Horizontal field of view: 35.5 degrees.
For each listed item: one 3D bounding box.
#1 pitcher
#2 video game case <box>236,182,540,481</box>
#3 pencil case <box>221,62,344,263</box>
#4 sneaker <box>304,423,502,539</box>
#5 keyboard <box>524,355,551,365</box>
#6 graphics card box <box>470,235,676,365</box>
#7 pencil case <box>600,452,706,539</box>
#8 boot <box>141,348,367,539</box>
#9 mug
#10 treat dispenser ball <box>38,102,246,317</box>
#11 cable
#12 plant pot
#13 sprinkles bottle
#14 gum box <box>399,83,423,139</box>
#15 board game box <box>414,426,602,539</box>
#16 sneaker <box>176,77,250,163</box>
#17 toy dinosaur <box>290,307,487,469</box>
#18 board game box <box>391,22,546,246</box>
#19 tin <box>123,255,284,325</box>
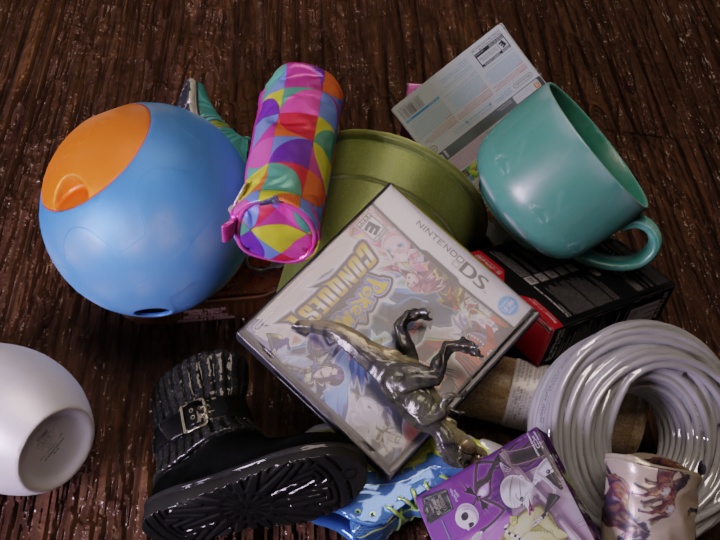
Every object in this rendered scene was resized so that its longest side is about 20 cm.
[{"bbox_3d":[-0.343,0.134,0.981,0.200,0.121,0.172,24,68,32],"label":"pitcher"},{"bbox_3d":[0.026,0.048,0.980,0.181,0.026,0.200,42,72,9],"label":"video game case"},{"bbox_3d":[-0.066,-0.100,1.022,0.088,0.088,0.200,7,48,3],"label":"pencil case"},{"bbox_3d":[0.038,0.196,0.976,0.200,0.076,0.105,4,57,9],"label":"sneaker"},{"bbox_3d":[0.209,0.055,1.154,0.127,0.021,0.200,-3,44,-16],"label":"keyboard"},{"bbox_3d":[0.203,0.016,1.117,0.200,0.051,0.125,-17,46,-39],"label":"graphics card box"},{"bbox_3d":[0.222,0.243,0.867,0.078,0.089,0.200,-3,77,44],"label":"pencil case"},{"bbox_3d":[-0.095,0.137,0.970,0.211,0.079,0.158,-15,44,15],"label":"boot"},{"bbox_3d":[0.192,-0.074,1.081,0.152,0.114,0.185,10,45,-61],"label":"mug"},{"bbox_3d":[-0.198,-0.057,1.057,0.200,0.201,0.201,2,45,-2],"label":"treat dispenser ball"},{"bbox_3d":[0.239,0.141,0.965,0.200,0.069,0.200,-35,98,-19],"label":"cable"},{"bbox_3d":[0.000,0.000,1.096,0.200,0.200,0.190,18,60,13],"label":"plant pot"},{"bbox_3d":[0.164,0.119,1.052,0.200,0.068,0.068,13,46,8],"label":"sprinkles bottle"},{"bbox_3d":[0.142,-0.136,1.261,0.200,0.114,0.066,10,4,4],"label":"gum box"},{"bbox_3d":[0.130,0.233,0.854,0.120,0.032,0.200,-36,55,16],"label":"board game box"},{"bbox_3d":[-0.169,-0.142,1.298,0.080,0.078,0.200,1,47,-31],"label":"sneaker"},{"bbox_3d":[0.044,0.078,0.936,0.200,0.047,0.088,41,79,13],"label":"toy dinosaur"},{"bbox_3d":[0.151,-0.135,1.195,0.147,0.064,0.200,-37,89,8],"label":"board game box"},{"bbox_3d":[-0.163,0.002,1.165,0.200,0.042,0.112,-4,50,-7],"label":"tin"}]
